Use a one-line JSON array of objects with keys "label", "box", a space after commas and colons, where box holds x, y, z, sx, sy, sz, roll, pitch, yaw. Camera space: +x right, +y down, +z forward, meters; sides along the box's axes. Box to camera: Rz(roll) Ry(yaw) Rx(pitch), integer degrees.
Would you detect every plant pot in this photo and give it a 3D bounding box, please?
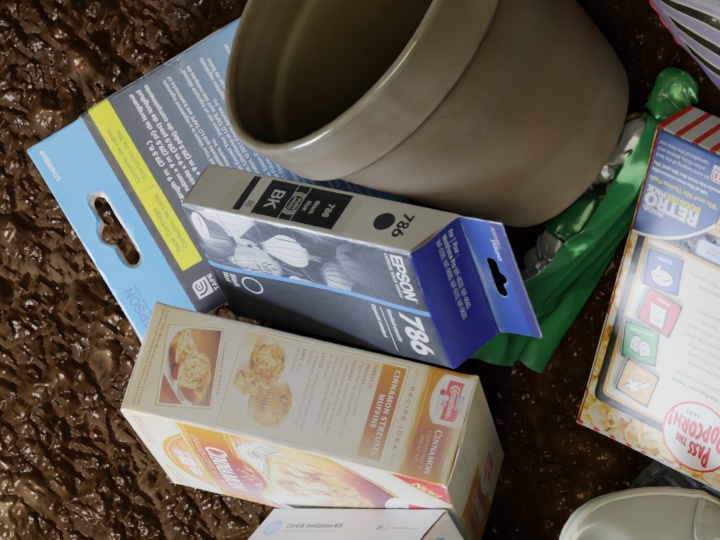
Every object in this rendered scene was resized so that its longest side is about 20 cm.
[{"label": "plant pot", "box": [0.052, -0.115, 1.672, 0.173, 0.200, 0.200, 30, 115, -30]}]

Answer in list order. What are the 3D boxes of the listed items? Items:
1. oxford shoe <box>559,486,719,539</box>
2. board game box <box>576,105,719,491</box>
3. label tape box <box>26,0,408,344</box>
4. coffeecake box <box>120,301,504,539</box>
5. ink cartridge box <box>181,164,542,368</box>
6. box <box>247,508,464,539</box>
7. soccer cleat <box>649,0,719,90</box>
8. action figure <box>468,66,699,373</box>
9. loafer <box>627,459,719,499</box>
[{"label": "oxford shoe", "box": [0.211, 0.174, 1.716, 0.199, 0.058, 0.075, 16, 106, -14]}, {"label": "board game box", "box": [0.218, 0.028, 1.697, 0.151, 0.046, 0.201, 27, 121, 22]}, {"label": "label tape box", "box": [-0.078, -0.066, 1.800, 0.199, 0.063, 0.145, -28, 96, 21]}, {"label": "coffeecake box", "box": [-0.024, 0.096, 1.773, 0.199, 0.154, 0.073, 12, 72, 13]}, {"label": "ink cartridge box", "box": [0.000, 0.000, 1.689, 0.199, 0.039, 0.100, 11, 142, 32]}, {"label": "box", "box": [0.035, 0.231, 1.791, 0.156, 0.041, 0.200, -5, 125, 48]}, {"label": "soccer cleat", "box": [0.175, -0.173, 1.665, 0.076, 0.067, 0.200, -11, 134, 18]}, {"label": "action figure", "box": [0.134, -0.033, 1.736, 0.055, 0.118, 0.200, 40, 103, 16]}, {"label": "loafer", "box": [0.180, 0.184, 1.793, 0.075, 0.070, 0.200, 37, 99, 25]}]
